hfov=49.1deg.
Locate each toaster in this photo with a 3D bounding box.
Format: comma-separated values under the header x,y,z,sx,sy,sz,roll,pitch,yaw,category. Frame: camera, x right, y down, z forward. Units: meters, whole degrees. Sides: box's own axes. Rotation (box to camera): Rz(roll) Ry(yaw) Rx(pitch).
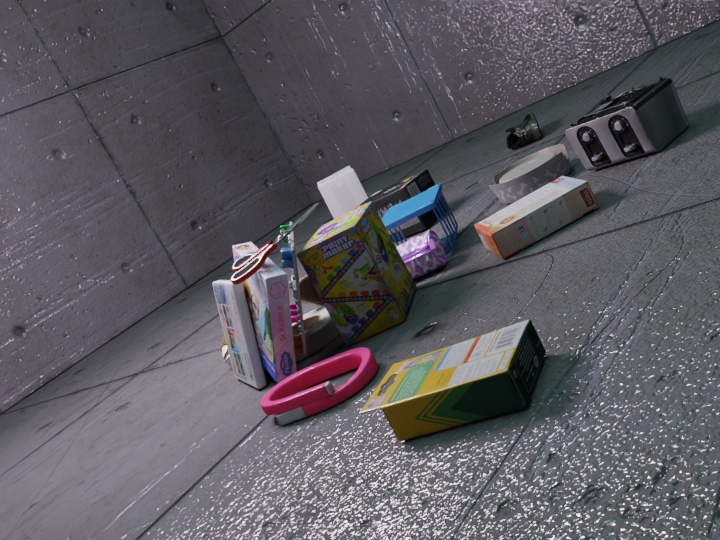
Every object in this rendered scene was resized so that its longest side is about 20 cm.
x,y,z,sx,sy,sz,roll,pitch,yaw,category
0.559,-0.306,1.645,0.200,0.119,0.180,-36,14,-33,toaster

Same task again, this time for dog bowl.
x,y,z,sx,sy,sz,roll,pitch,yaw,category
0.396,-0.221,1.831,0.199,0.059,0.200,-27,11,6,dog bowl

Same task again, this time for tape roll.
x,y,z,sx,sy,sz,roll,pitch,yaw,category
-0.118,0.132,1.574,0.202,0.037,0.203,-27,11,6,tape roll

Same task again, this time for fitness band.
x,y,z,sx,sy,sz,roll,pitch,yaw,category
-0.066,0.178,1.230,0.199,0.038,0.144,-23,12,24,fitness band

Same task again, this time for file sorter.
x,y,z,sx,sy,sz,roll,pitch,yaw,category
0.133,-0.089,1.721,0.138,0.123,0.200,-26,11,17,file sorter

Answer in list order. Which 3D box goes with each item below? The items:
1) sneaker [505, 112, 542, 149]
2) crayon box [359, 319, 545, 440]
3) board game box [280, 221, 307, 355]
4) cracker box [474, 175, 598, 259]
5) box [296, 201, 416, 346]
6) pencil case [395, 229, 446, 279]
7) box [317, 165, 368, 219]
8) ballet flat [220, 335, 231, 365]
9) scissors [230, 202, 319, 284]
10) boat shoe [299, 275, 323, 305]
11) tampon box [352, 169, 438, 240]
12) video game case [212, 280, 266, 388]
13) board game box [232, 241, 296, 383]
x,y,z,sx,sy,sz,roll,pitch,yaw,category
0.514,-0.445,2.514,0.114,0.077,0.200,-19,18,15,sneaker
0.111,0.134,0.937,0.199,0.052,0.126,-22,13,31,crayon box
-0.124,0.030,1.446,0.026,0.201,0.200,-7,17,-4,board game box
0.323,-0.101,1.464,0.199,0.058,0.134,-30,11,2,cracker box
0.000,0.000,1.460,0.122,0.193,0.200,-25,11,17,box
0.076,-0.012,1.606,0.199,0.084,0.085,-26,-23,20,pencil case
-0.042,-0.224,2.584,0.130,0.201,0.199,-28,11,1,box
-0.258,0.166,1.701,0.200,0.068,0.073,-27,29,48,ballet flat
-0.144,-0.045,1.359,0.200,0.014,0.073,-35,28,1,scissors
-0.062,0.041,1.694,0.201,0.075,0.075,-6,-12,-34,boat shoe
0.102,-0.162,2.123,0.199,0.127,0.150,-21,13,38,tampon box
-0.234,0.117,1.511,0.024,0.201,0.182,-15,5,-21,video game case
-0.175,0.072,1.427,0.041,0.201,0.200,-13,22,-22,board game box
